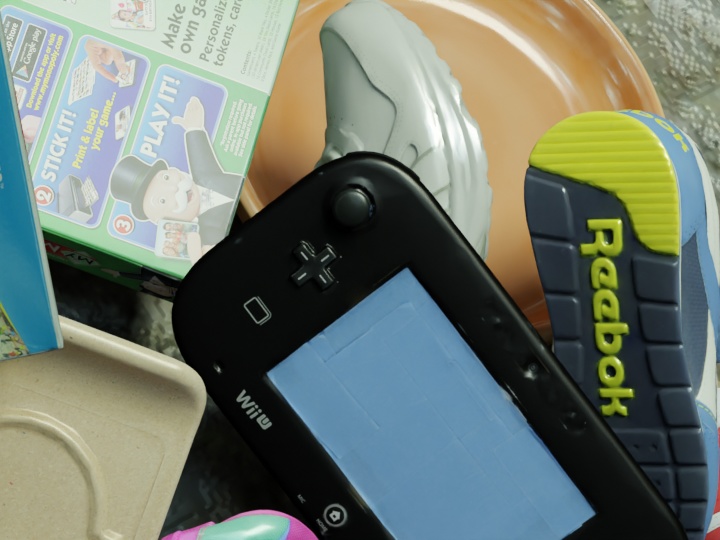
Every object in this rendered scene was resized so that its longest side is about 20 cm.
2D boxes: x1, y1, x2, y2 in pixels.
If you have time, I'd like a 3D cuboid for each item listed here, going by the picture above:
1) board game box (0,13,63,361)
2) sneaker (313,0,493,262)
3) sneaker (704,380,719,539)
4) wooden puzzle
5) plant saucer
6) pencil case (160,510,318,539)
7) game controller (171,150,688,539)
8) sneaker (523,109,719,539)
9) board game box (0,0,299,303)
[{"bbox_3d":[-0.202,-0.033,0.764,0.200,0.064,0.148,-12,110,-10],"label":"board game box"},{"bbox_3d":[0.000,0.000,0.931,0.099,0.078,0.200,-10,85,-11],"label":"sneaker"},{"bbox_3d":[0.217,0.102,1.004,0.200,0.071,0.113,0,60,-14],"label":"sneaker"},{"bbox_3d":[-0.169,0.096,0.845,0.185,0.046,0.200,21,87,-9],"label":"wooden puzzle"},{"bbox_3d":[0.030,-0.052,1.036,0.200,0.037,0.201,9,60,-16],"label":"plant saucer"},{"bbox_3d":[-0.041,0.174,0.831,0.088,0.088,0.200,9,43,-16],"label":"pencil case"},{"bbox_3d":[0.025,0.059,0.886,0.104,0.042,0.200,-38,95,-2],"label":"game controller"},{"bbox_3d":[0.105,0.034,0.961,0.074,0.200,0.082,6,15,19],"label":"sneaker"},{"bbox_3d":[-0.093,-0.100,0.950,0.134,0.029,0.200,20,68,-10],"label":"board game box"}]
